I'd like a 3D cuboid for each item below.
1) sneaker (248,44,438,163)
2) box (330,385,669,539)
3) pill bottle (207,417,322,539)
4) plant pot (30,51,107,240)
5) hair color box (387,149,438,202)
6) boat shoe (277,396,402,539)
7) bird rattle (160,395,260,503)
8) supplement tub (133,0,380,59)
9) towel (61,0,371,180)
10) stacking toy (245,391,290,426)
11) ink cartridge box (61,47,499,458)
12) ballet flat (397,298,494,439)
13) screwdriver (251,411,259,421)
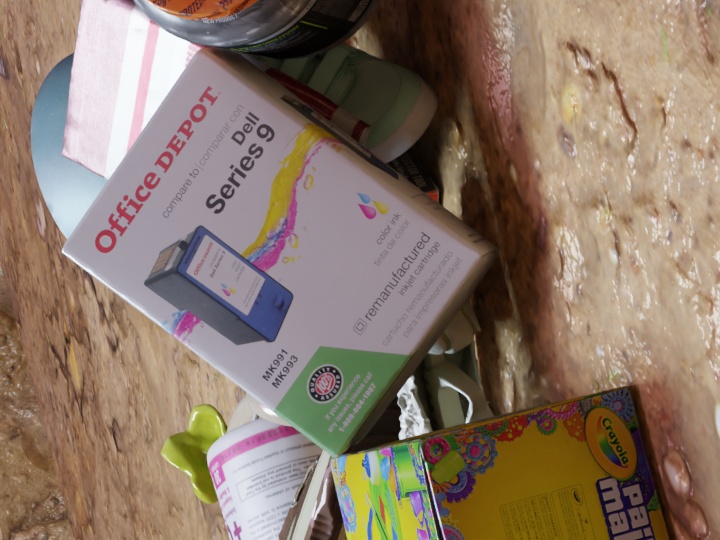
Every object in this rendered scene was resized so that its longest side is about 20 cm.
[{"bbox_3d":[-0.050,-0.125,1.320,0.200,0.074,0.118,17,161,45],"label":"sneaker"},{"bbox_3d":[0.083,0.179,1.171,0.193,0.122,0.200,155,102,-73],"label":"box"},{"bbox_3d":[-0.034,0.210,1.600,0.113,0.113,0.200,116,138,-65],"label":"pill bottle"},{"bbox_3d":[-0.122,-0.095,1.587,0.135,0.200,0.200,-23,78,39],"label":"plant pot"},{"bbox_3d":[0.000,0.000,1.420,0.111,0.064,0.200,-120,25,-46],"label":"hair color box"},{"bbox_3d":[-0.010,0.140,1.412,0.203,0.075,0.075,-63,26,3],"label":"boat shoe"},{"bbox_3d":[-0.071,0.174,1.738,0.200,0.112,0.163,62,141,35],"label":"bird rattle"},{"bbox_3d":[-0.061,-0.181,1.188,0.200,0.122,0.123,-12,-91,-77],"label":"supplement tub"},{"bbox_3d":[-0.092,-0.084,1.330,0.200,0.023,0.144,29,135,14],"label":"towel"},{"bbox_3d":[-0.040,0.006,1.549,0.085,0.085,0.200,-134,41,-61],"label":"stacking toy"},{"bbox_3d":[-0.045,-0.012,1.230,0.200,0.145,0.088,38,-172,7],"label":"ink cartridge box"},{"bbox_3d":[0.052,0.055,1.300,0.072,0.072,0.200,-143,36,-66],"label":"ballet flat"},{"bbox_3d":[-0.070,0.058,1.665,0.028,0.029,0.200,-57,-10,-59],"label":"screwdriver"}]
